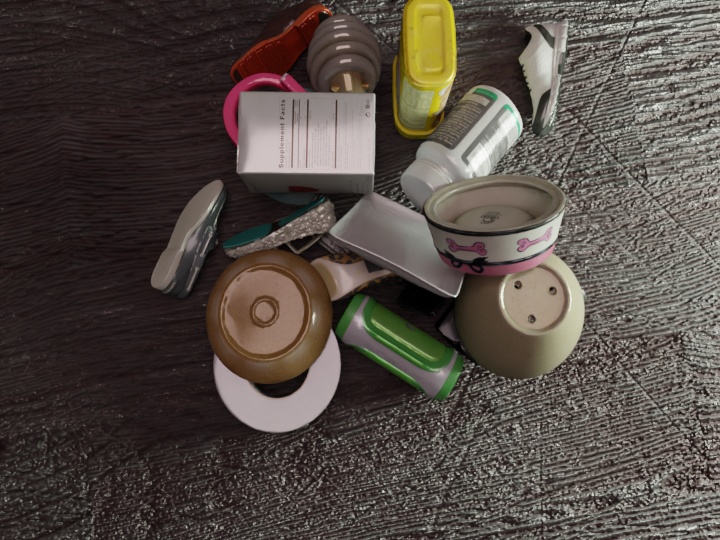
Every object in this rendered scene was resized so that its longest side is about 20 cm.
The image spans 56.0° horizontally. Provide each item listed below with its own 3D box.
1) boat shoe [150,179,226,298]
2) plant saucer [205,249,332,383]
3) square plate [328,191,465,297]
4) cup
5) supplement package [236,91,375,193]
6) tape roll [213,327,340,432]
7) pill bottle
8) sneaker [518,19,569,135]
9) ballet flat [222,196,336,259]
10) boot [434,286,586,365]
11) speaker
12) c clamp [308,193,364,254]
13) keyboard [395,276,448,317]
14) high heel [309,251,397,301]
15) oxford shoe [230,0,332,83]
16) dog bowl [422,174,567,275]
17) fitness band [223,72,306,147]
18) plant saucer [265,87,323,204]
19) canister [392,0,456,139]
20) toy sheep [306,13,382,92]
[{"bbox_3d":[-0.265,-0.050,1.095,0.062,0.072,0.204,38,70,-39],"label":"boat shoe"},{"bbox_3d":[-0.140,0.065,1.013,0.194,0.035,0.206,0,79,2],"label":"plant saucer"},{"bbox_3d":[0.067,-0.039,0.993,0.195,0.200,0.029,27,119,7],"label":"square plate"},{"bbox_3d":[0.237,0.051,0.978,0.194,0.143,0.206,-1,80,5],"label":"cup"},{"bbox_3d":[-0.076,-0.185,1.005,0.194,0.121,0.123,1,84,1],"label":"supplement package"},{"bbox_3d":[-0.127,0.146,1.055,0.194,0.066,0.206,0,80,-2],"label":"tape roll"},{"bbox_3d":[0.158,-0.187,1.077,0.113,0.113,0.201,41,74,5],"label":"pill bottle"},{"bbox_3d":[0.303,-0.323,1.144,0.078,0.074,0.205,7,76,14],"label":"sneaker"},{"bbox_3d":[-0.125,-0.050,1.077,0.196,0.072,0.073,-23,82,10],"label":"ballet flat"},{"bbox_3d":[0.236,0.067,1.075,0.164,0.066,0.201,39,80,13],"label":"boot"},{"bbox_3d":[0.060,0.118,1.054,0.197,0.089,0.090,32,82,3],"label":"speaker"},{"bbox_3d":[0.014,-0.083,1.114,0.197,0.027,0.173,31,88,-1],"label":"c clamp"},{"bbox_3d":[0.133,-0.007,1.082,0.103,0.040,0.201,20,60,38],"label":"keyboard"},{"bbox_3d":[0.000,0.000,1.081,0.197,0.141,0.073,-17,88,39],"label":"high heel"},{"bbox_3d":[-0.140,-0.387,1.147,0.198,0.072,0.073,-34,55,-3],"label":"oxford shoe"},{"bbox_3d":[0.187,-0.064,0.946,0.194,0.201,0.076,-10,118,-3],"label":"dog bowl"},{"bbox_3d":[-0.131,-0.228,1.088,0.143,0.037,0.200,-43,84,-7],"label":"fitness band"},{"bbox_3d":[-0.101,-0.213,1.124,0.195,0.039,0.207,0,82,-2],"label":"plant saucer"},{"bbox_3d":[0.097,-0.312,1.062,0.084,0.200,0.153,-1,81,-1],"label":"canister"},{"bbox_3d":[-0.027,-0.334,1.087,0.134,0.139,0.204,-11,61,-3],"label":"toy sheep"}]
